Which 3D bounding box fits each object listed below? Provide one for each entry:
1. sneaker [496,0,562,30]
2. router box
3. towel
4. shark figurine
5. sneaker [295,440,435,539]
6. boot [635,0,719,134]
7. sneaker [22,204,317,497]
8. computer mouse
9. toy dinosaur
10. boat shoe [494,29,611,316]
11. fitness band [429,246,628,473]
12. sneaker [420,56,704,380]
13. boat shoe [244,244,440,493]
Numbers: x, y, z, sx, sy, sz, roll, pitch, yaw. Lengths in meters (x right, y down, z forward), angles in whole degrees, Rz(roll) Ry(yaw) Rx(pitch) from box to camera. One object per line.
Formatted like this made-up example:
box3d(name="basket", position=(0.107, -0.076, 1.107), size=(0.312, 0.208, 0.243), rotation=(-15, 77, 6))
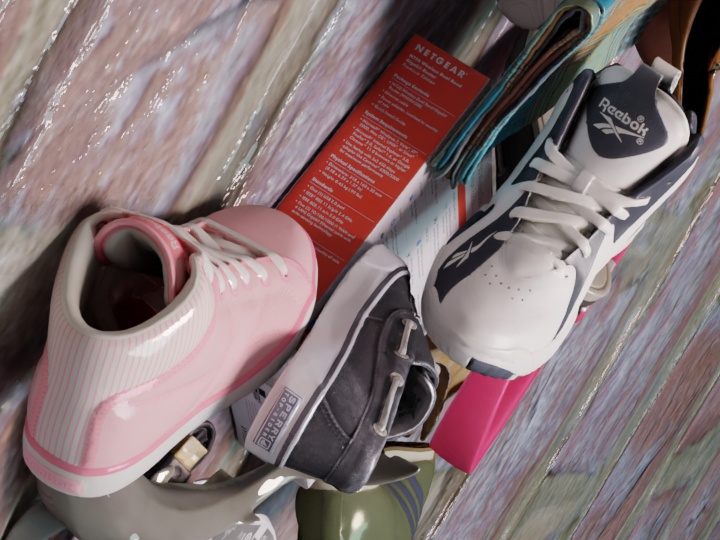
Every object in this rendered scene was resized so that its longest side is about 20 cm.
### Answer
box3d(name="sneaker", position=(0.139, -0.205, 1.521), size=(0.200, 0.078, 0.099), rotation=(-56, 167, -3))
box3d(name="router box", position=(0.000, 0.000, 1.532), size=(0.180, 0.049, 0.200), rotation=(-52, 163, -19))
box3d(name="towel", position=(0.125, -0.126, 1.471), size=(0.200, 0.022, 0.147), rotation=(-38, 171, -46))
box3d(name="shark figurine", position=(-0.079, 0.119, 1.383), size=(0.214, 0.090, 0.128), rotation=(4, 125, -49))
box3d(name="sneaker", position=(0.000, 0.145, 1.691), size=(0.200, 0.067, 0.090), rotation=(2, 90, -79))
box3d(name="boot", position=(0.193, -0.134, 1.653), size=(0.200, 0.068, 0.189), rotation=(-85, -171, -49))
box3d(name="sneaker", position=(-0.074, 0.006, 1.281), size=(0.200, 0.075, 0.105), rotation=(-45, 154, -46))
box3d(name="computer mouse", position=(-0.097, 0.138, 1.519), size=(0.110, 0.044, 0.200), rotation=(-56, 160, -9))
box3d(name="toy dinosaur", position=(0.054, 0.050, 1.712), size=(0.200, 0.058, 0.101), rotation=(117, -7, -73))
box3d(name="boat shoe", position=(0.094, -0.054, 1.595), size=(0.057, 0.067, 0.200), rotation=(-30, -138, 30))
box3d(name="fitness band", position=(0.098, 0.034, 1.666), size=(0.144, 0.037, 0.200), rotation=(-58, 175, 37))
box3d(name="sneaker", position=(0.106, -0.040, 1.439), size=(0.199, 0.079, 0.130), rotation=(-36, 158, -46))
box3d(name="boat shoe", position=(0.004, 0.048, 1.367), size=(0.072, 0.068, 0.200), rotation=(-60, 179, 20))
